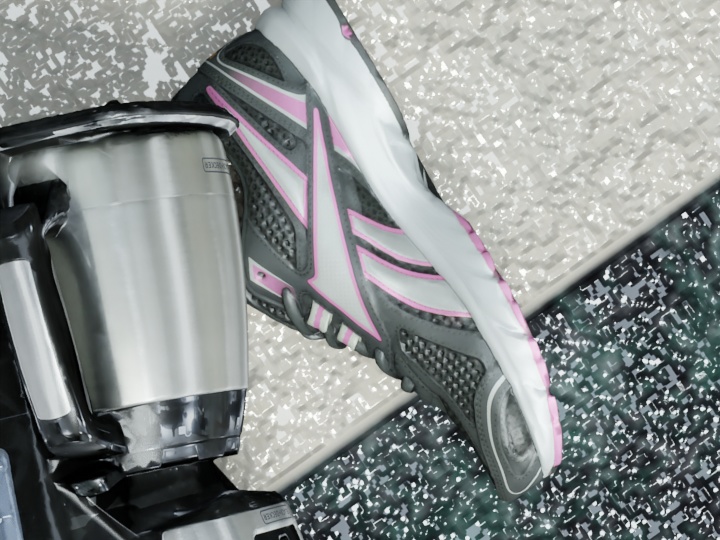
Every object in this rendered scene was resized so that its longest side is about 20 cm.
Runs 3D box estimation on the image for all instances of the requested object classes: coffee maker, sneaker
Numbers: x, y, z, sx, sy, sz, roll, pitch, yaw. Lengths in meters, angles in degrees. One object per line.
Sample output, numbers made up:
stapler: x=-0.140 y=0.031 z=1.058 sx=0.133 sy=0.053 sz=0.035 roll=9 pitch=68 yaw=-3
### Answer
coffee maker: x=-0.111 y=0.058 z=0.898 sx=0.134 sy=0.191 sz=0.202 roll=-6 pitch=84 yaw=-50
sneaker: x=0.000 y=0.000 z=0.947 sx=0.086 sy=0.080 sz=0.201 roll=-32 pitch=79 yaw=2
